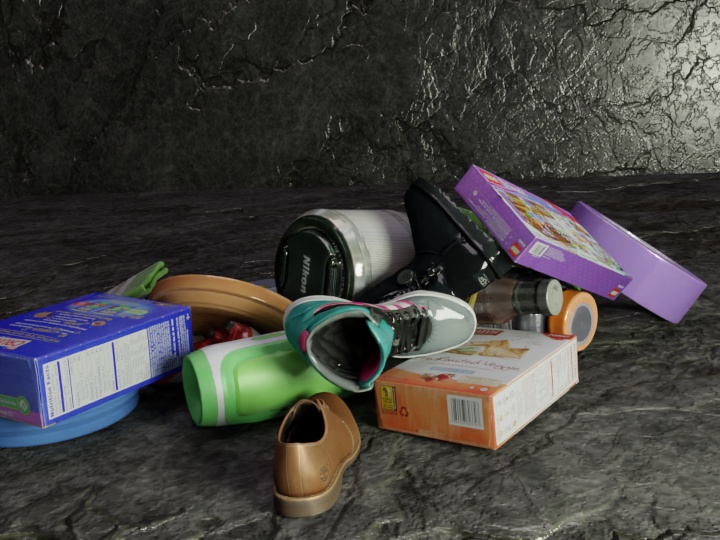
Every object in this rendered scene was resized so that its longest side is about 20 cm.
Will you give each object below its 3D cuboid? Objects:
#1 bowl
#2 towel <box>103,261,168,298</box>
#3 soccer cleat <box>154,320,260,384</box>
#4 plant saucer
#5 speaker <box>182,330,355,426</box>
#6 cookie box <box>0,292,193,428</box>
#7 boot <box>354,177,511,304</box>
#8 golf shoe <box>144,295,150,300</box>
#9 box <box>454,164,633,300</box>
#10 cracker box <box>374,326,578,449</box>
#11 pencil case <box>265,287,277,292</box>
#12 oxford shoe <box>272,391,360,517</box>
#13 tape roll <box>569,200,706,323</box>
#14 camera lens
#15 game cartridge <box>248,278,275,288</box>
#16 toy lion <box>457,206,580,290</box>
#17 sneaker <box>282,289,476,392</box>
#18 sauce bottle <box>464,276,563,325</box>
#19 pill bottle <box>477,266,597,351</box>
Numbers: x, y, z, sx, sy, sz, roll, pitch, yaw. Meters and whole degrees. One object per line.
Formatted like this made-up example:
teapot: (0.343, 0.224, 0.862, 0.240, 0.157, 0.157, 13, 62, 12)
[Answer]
bowl: (-0.344, 0.142, 0.901, 0.200, 0.040, 0.201, -4, 12, 1)
towel: (-0.363, 0.061, 1.117, 0.200, 0.031, 0.149, -30, 14, 5)
soccer cleat: (-0.186, 0.108, 0.969, 0.200, 0.069, 0.085, -16, -38, 36)
plant saucer: (-0.158, 0.064, 0.979, 0.200, 0.032, 0.200, 8, -27, 4)
speaker: (-0.083, 0.108, 0.865, 0.199, 0.089, 0.088, -9, 13, -26)
cookie box: (-0.309, 0.088, 0.868, 0.171, 0.075, 0.200, 5, 15, 34)
boot: (0.056, -0.007, 0.936, 0.168, 0.076, 0.200, -37, 43, -2)
golf shoe: (-0.208, 0.059, 1.108, 0.078, 0.098, 0.200, 6, 15, 44)
box: (0.214, -0.041, 0.940, 0.200, 0.039, 0.137, 18, 30, -40)
cracker box: (0.125, 0.113, 0.839, 0.134, 0.058, 0.200, 2, 13, 37)
pencil case: (-0.071, 0.044, 1.156, 0.091, 0.083, 0.200, 25, 27, 29)
oxford shoe: (-0.039, 0.143, 0.734, 0.071, 0.072, 0.200, -5, 11, 3)
tape roll: (0.361, -0.013, 1.092, 0.200, 0.066, 0.200, 31, 13, -8)
camera lens: (0.000, 0.000, 1.062, 0.160, 0.161, 0.200, 8, 8, 43)
game cartridge: (-0.181, 0.051, 1.280, 0.200, 0.041, 0.133, -15, 13, -42)
toy lion: (0.201, -0.027, 1.060, 0.200, 0.069, 0.192, 25, -1, 11)
sneaker: (0.026, 0.064, 0.787, 0.199, 0.084, 0.121, -2, 15, -7)
sauce bottle: (0.136, 0.032, 0.945, 0.200, 0.066, 0.066, -5, 9, 38)
pill bottle: (0.191, 0.048, 1.009, 0.106, 0.107, 0.200, -15, 17, -41)
